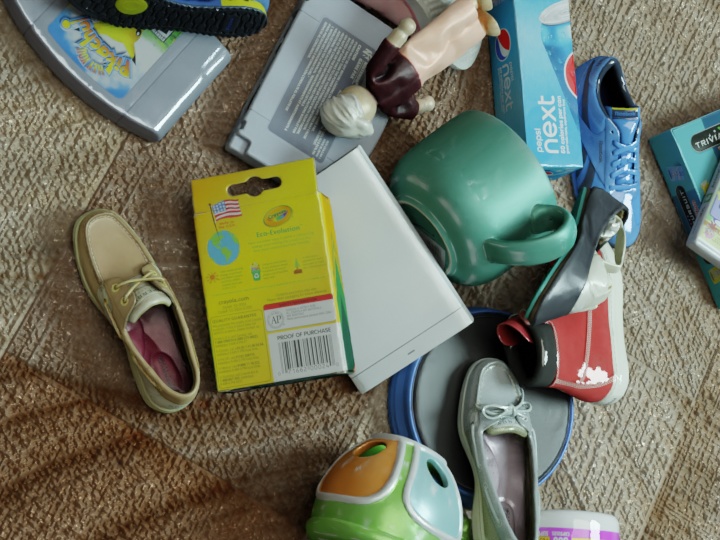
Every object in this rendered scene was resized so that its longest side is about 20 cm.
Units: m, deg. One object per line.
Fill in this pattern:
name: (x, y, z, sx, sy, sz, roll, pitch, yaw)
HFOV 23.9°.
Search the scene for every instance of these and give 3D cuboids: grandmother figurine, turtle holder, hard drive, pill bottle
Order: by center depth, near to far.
turtle holder: (0.042, 0.234, 1.578, 0.184, 0.141, 0.133, 25, 70, -17)
hard drive: (0.000, 0.000, 1.627, 0.131, 0.027, 0.201, -33, 95, 12)
pill bottle: (0.198, 0.336, 1.647, 0.103, 0.104, 0.202, 7, 77, -22)
grandmother figurine: (0.045, -0.195, 1.651, 0.199, 0.060, 0.122, -38, 131, -13)

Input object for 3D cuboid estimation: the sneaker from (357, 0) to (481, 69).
sneaker: (0.042, -0.282, 1.716, 0.200, 0.104, 0.076, 44, 69, -43)

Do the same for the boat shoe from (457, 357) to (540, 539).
boat shoe: (0.139, 0.179, 1.622, 0.074, 0.065, 0.204, 8, 68, -22)

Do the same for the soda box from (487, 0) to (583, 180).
soda box: (0.179, -0.198, 1.759, 0.067, 0.064, 0.202, 0, 81, -23)

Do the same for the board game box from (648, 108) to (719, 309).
board game box: (0.419, -0.080, 1.851, 0.150, 0.047, 0.202, -22, 90, -26)

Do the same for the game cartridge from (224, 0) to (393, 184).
game cartridge: (-0.036, -0.170, 1.675, 0.133, 0.041, 0.201, 33, 69, -20)

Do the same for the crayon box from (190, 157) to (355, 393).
crayon box: (-0.082, 0.006, 1.582, 0.126, 0.051, 0.202, -9, 84, 9)

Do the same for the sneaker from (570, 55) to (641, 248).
sneaker: (0.263, -0.124, 1.775, 0.065, 0.078, 0.202, -8, 85, -26)

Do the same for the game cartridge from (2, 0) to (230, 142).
game cartridge: (-0.233, -0.223, 1.598, 0.200, 0.040, 0.134, 43, 71, -11)

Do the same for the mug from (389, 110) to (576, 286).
mug: (0.106, -0.063, 1.635, 0.114, 0.185, 0.153, -36, 100, -21)

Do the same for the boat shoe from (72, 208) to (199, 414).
boat shoe: (-0.197, 0.032, 1.549, 0.074, 0.066, 0.201, -29, 93, -25)

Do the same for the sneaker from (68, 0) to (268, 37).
sneaker: (-0.180, -0.270, 1.572, 0.198, 0.066, 0.079, 3, 68, -24)

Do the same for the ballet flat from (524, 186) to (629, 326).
ballet flat: (0.219, -0.008, 1.649, 0.073, 0.073, 0.201, 42, 43, -11)

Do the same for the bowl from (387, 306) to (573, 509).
bowl: (0.124, 0.135, 1.687, 0.199, 0.039, 0.203, 4, 79, -23)

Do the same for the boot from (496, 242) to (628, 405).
boot: (0.190, 0.027, 1.687, 0.143, 0.072, 0.202, 15, 57, -35)

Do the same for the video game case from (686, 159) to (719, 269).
video game case: (0.459, -0.053, 1.827, 0.199, 0.022, 0.183, 33, 69, -16)
